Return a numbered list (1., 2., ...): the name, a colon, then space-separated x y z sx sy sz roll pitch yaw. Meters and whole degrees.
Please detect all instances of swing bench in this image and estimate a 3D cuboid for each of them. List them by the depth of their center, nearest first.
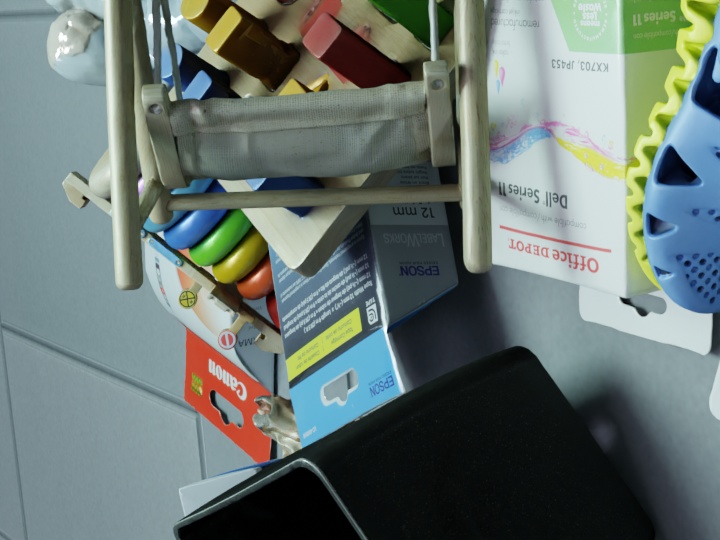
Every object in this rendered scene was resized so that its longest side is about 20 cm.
1. swing bench: -0.032 -0.108 0.843 0.130 0.196 0.203 -86 -6 -71

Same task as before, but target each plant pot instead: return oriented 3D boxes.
1. plant pot: 0.045 0.159 0.916 0.201 0.177 0.200 54 146 -1

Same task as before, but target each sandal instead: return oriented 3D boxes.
1. sandal: 0.182 -0.066 0.748 0.087 0.079 0.202 37 131 43

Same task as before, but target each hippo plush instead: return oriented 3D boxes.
1. hippo plush: -0.131 -0.188 1.146 0.160 0.158 0.203 -26 77 59

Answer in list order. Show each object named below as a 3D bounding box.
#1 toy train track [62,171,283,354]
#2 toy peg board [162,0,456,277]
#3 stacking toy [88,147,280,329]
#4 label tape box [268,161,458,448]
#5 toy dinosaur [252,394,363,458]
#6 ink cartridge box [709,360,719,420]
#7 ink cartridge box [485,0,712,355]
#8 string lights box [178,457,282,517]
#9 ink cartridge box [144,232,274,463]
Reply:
1. toy train track: -0.138 0.002 1.168 0.199 0.033 0.115 39 -176 -4
2. toy peg board: -0.046 -0.142 0.985 0.200 0.097 0.200 -51 47 10
3. stacking toy: -0.096 -0.025 1.148 0.200 0.086 0.085 44 153 -16
4. label tape box: 0.000 0.000 1.052 0.143 0.065 0.203 -37 60 56
5. toy dinosaur: 0.001 0.177 1.115 0.201 0.085 0.136 62 -162 -21
6. ink cartridge box: 0.228 -0.009 0.673 0.115 0.066 0.202 31 126 34
7. ink cartridge box: 0.125 -0.057 0.849 0.117 0.067 0.203 15 112 56
8. string lights box: -0.075 0.195 1.179 0.200 0.058 0.104 44 -148 -84
9. ink cartridge box: -0.128 0.046 1.325 0.162 0.050 0.203 30 122 52
